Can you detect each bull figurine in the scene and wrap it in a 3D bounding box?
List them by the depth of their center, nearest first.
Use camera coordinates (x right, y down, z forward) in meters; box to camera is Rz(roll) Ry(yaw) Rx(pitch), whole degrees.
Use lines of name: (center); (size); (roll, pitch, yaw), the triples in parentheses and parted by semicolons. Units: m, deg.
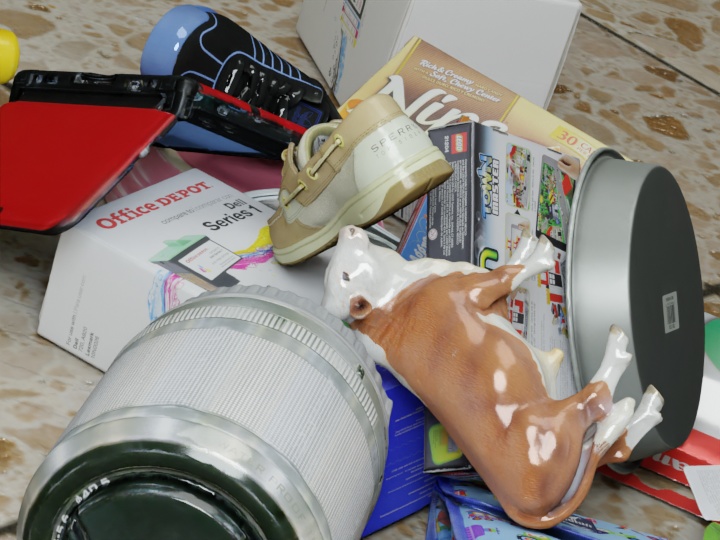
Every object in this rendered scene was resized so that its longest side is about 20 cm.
bull figurine: (0.069, 0.043, 1.357); (0.200, 0.121, 0.065); (53, -5, 15)

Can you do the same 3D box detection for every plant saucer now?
plant saucer: (-0.076, -0.057, 1.734); (0.200, 0.051, 0.201); (14, 26, -7)

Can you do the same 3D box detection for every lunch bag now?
lunch bag: (0.111, 0.175, 1.383); (0.150, 0.094, 0.200); (14, 14, -3)

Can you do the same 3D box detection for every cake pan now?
cake pan: (0.172, 0.023, 1.533); (0.037, 0.201, 0.200); (-4, 19, 22)

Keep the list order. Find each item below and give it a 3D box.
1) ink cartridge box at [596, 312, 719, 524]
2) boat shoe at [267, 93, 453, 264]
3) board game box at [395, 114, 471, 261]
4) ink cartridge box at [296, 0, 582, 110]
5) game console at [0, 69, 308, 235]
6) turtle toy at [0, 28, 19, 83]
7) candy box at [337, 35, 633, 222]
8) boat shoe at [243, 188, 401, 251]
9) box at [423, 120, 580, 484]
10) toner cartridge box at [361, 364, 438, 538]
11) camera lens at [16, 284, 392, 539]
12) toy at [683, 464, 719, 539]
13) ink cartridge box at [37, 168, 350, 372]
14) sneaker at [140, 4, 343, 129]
ink cartridge box: (0.216, 0.087, 1.639); (0.160, 0.050, 0.200); (23, 25, 11)
boat shoe: (-0.009, -0.055, 1.440); (0.074, 0.200, 0.067); (-29, 90, -27)
board game box: (0.083, -0.022, 1.653); (0.103, 0.019, 0.200); (35, 35, -6)
ink cartridge box: (0.058, -0.199, 1.981); (0.147, 0.145, 0.200); (6, 29, -24)
game console: (-0.155, -0.060, 1.569); (0.172, 0.119, 0.200); (21, -8, -38)
turtle toy: (-0.320, -0.151, 1.708); (0.145, 0.101, 0.200); (6, 28, -23)
candy box: (0.082, -0.075, 1.802); (0.200, 0.055, 0.115); (31, 56, 22)
boat shoe: (0.000, 0.000, 1.624); (0.199, 0.072, 0.071); (18, 10, -8)
box: (0.084, 0.023, 1.450); (0.035, 0.201, 0.110); (-9, -16, 39)
toner cartridge box: (0.048, 0.082, 1.486); (0.043, 0.095, 0.200); (23, 25, 31)
camera lens: (-0.076, 0.112, 1.283); (0.159, 0.160, 0.200); (19, 26, 4)
toy: (0.297, 0.167, 1.524); (0.199, 0.047, 0.115); (-1, 48, -23)
ink cartridge box: (-0.073, 0.027, 1.532); (0.200, 0.084, 0.145); (28, 28, 23)
sneaker: (-0.070, -0.120, 1.662); (0.078, 0.070, 0.200); (27, 2, 26)
